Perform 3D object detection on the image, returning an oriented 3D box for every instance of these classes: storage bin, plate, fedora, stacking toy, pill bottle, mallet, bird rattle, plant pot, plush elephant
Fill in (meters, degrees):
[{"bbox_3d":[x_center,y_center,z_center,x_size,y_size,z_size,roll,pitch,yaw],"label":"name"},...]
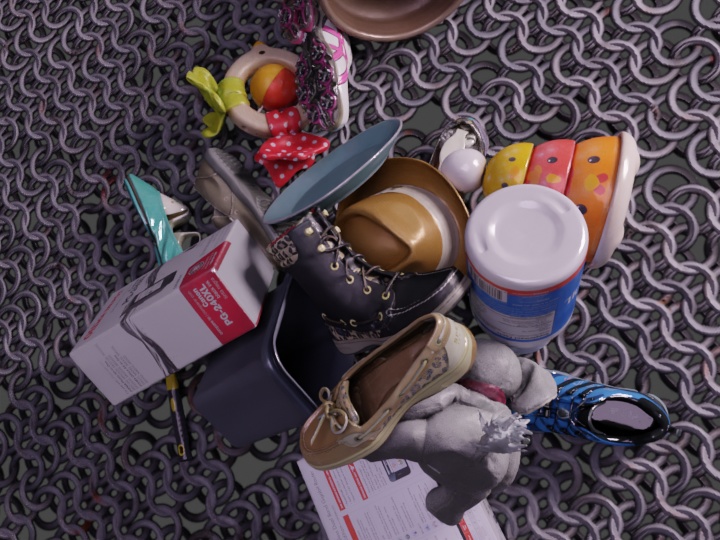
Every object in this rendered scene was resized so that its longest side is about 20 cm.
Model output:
[{"bbox_3d":[-0.093,0.107,0.752,0.134,0.200,0.146,-28,115,21],"label":"storage bin"},{"bbox_3d":[-0.029,-0.110,0.774,0.200,0.200,0.026,-34,110,8],"label":"plate"},{"bbox_3d":[0.030,-0.032,0.746,0.200,0.082,0.201,13,111,37],"label":"fedora"},{"bbox_3d":[0.184,-0.090,0.713,0.200,0.146,0.146,12,85,13],"label":"stacking toy"},{"bbox_3d":[0.166,0.011,0.674,0.112,0.200,0.112,-5,62,9],"label":"pill bottle"},{"bbox_3d":[-0.238,0.146,0.859,0.066,0.041,0.200,-22,81,14],"label":"mallet"},{"bbox_3d":[-0.119,-0.217,0.848,0.200,0.113,0.163,27,73,14],"label":"bird rattle"},{"bbox_3d":[0.028,-0.415,0.801,0.200,0.200,0.175,-20,60,11],"label":"plant pot"},{"bbox_3d":[0.105,0.134,0.663,0.165,0.155,0.200,37,137,-10],"label":"plush elephant"}]

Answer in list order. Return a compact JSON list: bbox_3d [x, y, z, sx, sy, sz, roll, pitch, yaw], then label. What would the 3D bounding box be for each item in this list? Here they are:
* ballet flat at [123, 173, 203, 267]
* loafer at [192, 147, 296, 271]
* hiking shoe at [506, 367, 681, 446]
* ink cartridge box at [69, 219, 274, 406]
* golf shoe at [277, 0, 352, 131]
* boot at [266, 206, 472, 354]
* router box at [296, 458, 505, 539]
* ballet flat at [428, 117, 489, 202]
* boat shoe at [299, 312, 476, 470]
[{"bbox_3d":[-0.252,-0.048,0.882,0.070,0.067,0.200,-22,76,-14],"label":"ballet flat"},{"bbox_3d":[-0.147,-0.070,0.851,0.070,0.075,0.200,-46,71,19],"label":"loafer"},{"bbox_3d":[0.228,0.144,0.704,0.200,0.087,0.075,2,83,15],"label":"hiking shoe"},{"bbox_3d":[-0.210,0.045,0.752,0.200,0.145,0.083,-29,112,13],"label":"ink cartridge box"},{"bbox_3d":[-0.038,-0.266,0.830,0.073,0.092,0.200,-27,69,43],"label":"golf shoe"},{"bbox_3d":[-0.001,0.001,0.663,0.154,0.073,0.203,52,141,-10],"label":"boot"},{"bbox_3d":[0.048,0.271,0.754,0.179,0.049,0.200,-27,76,10],"label":"router box"},{"bbox_3d":[0.094,-0.093,0.785,0.072,0.072,0.201,22,88,17],"label":"ballet flat"},{"bbox_3d":[0.011,0.107,0.598,0.200,0.063,0.073,-43,46,13],"label":"boat shoe"}]
